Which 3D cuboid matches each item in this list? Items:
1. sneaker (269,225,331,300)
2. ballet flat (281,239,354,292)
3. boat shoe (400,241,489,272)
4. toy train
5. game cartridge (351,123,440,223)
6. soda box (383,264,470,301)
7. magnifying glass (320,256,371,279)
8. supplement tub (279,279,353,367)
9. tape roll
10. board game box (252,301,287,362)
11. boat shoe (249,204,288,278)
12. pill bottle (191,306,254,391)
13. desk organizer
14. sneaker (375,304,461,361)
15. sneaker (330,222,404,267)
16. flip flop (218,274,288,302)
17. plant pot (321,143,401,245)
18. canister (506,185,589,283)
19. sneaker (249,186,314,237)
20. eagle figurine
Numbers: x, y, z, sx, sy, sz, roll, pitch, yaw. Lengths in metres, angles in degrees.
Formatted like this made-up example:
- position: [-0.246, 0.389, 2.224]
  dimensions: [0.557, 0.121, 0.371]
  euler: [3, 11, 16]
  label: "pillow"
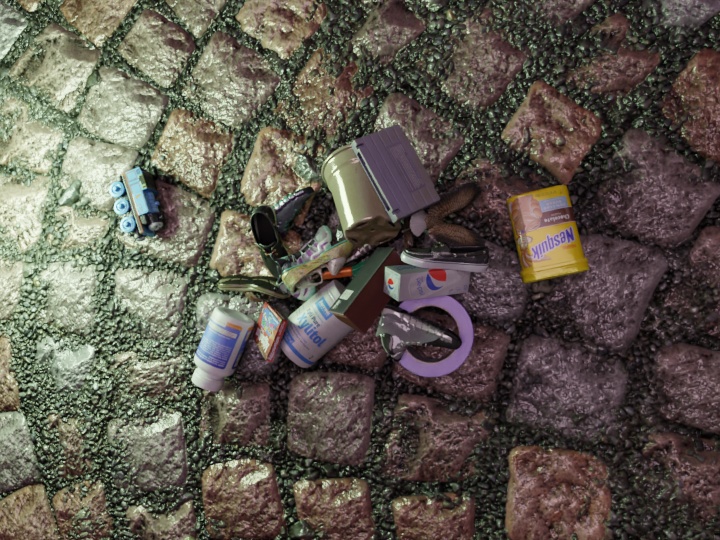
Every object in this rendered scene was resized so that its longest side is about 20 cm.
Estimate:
- position: [-0.160, -0.032, 1.290]
  dimensions: [0.139, 0.078, 0.201]
  euler: [18, 90, -25]
  label: "sneaker"
- position: [-0.092, -0.005, 1.239]
  dimensions: [0.199, 0.071, 0.071]
  euler: [-26, 81, -2]
  label: "ballet flat"
- position: [0.192, -0.037, 1.159]
  dimensions: [0.199, 0.069, 0.057]
  euler: [6, 109, 1]
  label: "boat shoe"
- position: [-0.620, -0.184, 1.433]
  dimensions: [0.114, 0.087, 0.201]
  euler: [-21, 82, 5]
  label: "toy train"
- position: [0.080, -0.216, 1.131]
  dimensions: [0.129, 0.038, 0.201]
  euler: [-25, 84, -27]
  label: "game cartridge"
- position: [0.154, 0.021, 1.170]
  dimensions: [0.199, 0.068, 0.064]
  euler: [-5, 108, -28]
  label: "soda box"
- position: [0.000, 0.000, 1.276]
  dimensions: [0.199, 0.080, 0.022]
  euler: [-6, 40, 3]
  label: "magnifying glass"
- position: [-0.100, 0.133, 1.270]
  dimensions: [0.200, 0.132, 0.132]
  euler: [-41, 79, 8]
  label: "supplement tub"
- position: [0.171, 0.151, 1.231]
  dimensions: [0.199, 0.085, 0.201]
  euler: [-1, 87, 13]
  label: "tape roll"
- position: [-0.229, 0.148, 1.277]
  dimensions: [0.019, 0.200, 0.103]
  euler: [19, 92, -23]
  label: "board game box"
- position: [-0.235, -0.066, 1.317]
  dimensions: [0.073, 0.063, 0.202]
  euler: [-8, 112, 11]
  label: "boat shoe"
- position: [-0.364, 0.206, 1.335]
  dimensions: [0.112, 0.112, 0.201]
  euler: [24, 92, 13]
  label: "pill bottle"
- position: [0.025, 0.045, 1.184]
  dimensions: [0.077, 0.072, 0.200]
  euler: [47, 69, -25]
  label: "desk organizer"
- position: [0.124, 0.165, 1.168]
  dimensions: [0.199, 0.075, 0.116]
  euler: [23, 97, 23]
  label: "sneaker"
- position: [0.008, -0.098, 1.290]
  dimensions: [0.199, 0.076, 0.116]
  euler: [-29, 78, 10]
  label: "sneaker"
- position: [-0.280, 0.053, 1.349]
  dimensions: [0.199, 0.081, 0.058]
  euler: [4, 112, 11]
  label: "flip flop"
- position: [0.015, -0.166, 1.202]
  dimensions: [0.199, 0.201, 0.184]
  euler: [-14, 65, 12]
  label: "plant pot"
- position: [0.428, -0.083, 1.188]
  dimensions: [0.148, 0.087, 0.201]
  euler: [-13, 82, 11]
  label: "canister"
- position: [-0.192, -0.143, 1.349]
  dimensions: [0.199, 0.074, 0.088]
  euler: [-28, 97, 17]
  label: "sneaker"
- position: [0.199, -0.121, 1.217]
  dimensions: [0.199, 0.152, 0.152]
  euler: [-2, 52, 10]
  label: "eagle figurine"
